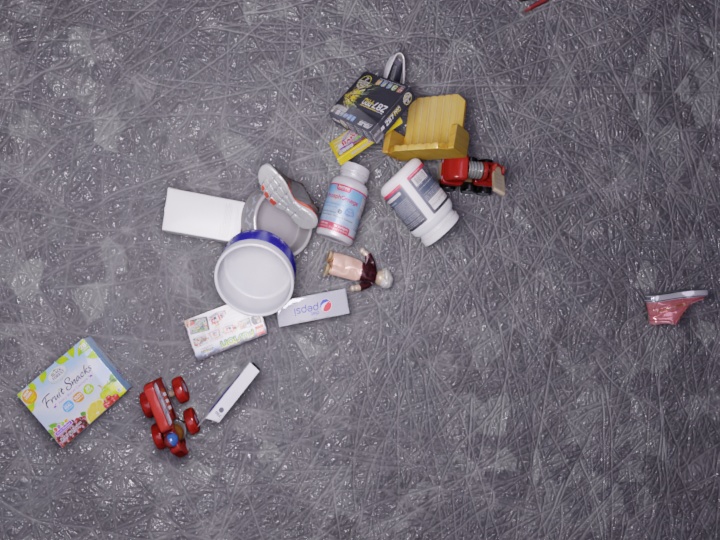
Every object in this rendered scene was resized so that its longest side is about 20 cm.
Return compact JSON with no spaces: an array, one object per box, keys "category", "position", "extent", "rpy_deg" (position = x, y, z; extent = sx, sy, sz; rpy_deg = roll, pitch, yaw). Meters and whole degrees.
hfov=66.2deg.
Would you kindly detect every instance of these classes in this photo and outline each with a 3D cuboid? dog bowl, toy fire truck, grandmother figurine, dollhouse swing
[{"category":"dog bowl","position":[-0.256,0.007,1.363],"extent":[0.192,0.080,0.206],"rpy_deg":[0,120,0]},{"category":"toy fire truck","position":[-0.472,0.362,1.350],"extent":[0.109,0.168,0.206],"rpy_deg":[-20,92,-10]},{"category":"grandmother figurine","position":[0.000,0.000,1.507],"extent":[0.194,0.060,0.126],"rpy_deg":[18,84,-13]},{"category":"dog bowl","position":[-0.209,-0.122,1.429],"extent":[0.195,0.058,0.209],"rpy_deg":[0,90,-36]},{"category":"toy fire truck","position":[0.314,-0.257,1.498],"extent":[0.169,0.200,0.134],"rpy_deg":[5,87,-10]},{"category":"dollhouse swing","position":[0.178,-0.392,1.460],"extent":[0.193,0.180,0.183],"rpy_deg":[3,91,26]}]

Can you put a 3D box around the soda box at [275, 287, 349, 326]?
[{"category":"soda box","position":[-0.130,0.098,1.474],"extent":[0.193,0.063,0.071],"rpy_deg":[-11,91,-11]}]

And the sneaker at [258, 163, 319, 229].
[{"category":"sneaker","position":[-0.177,-0.195,1.388],"extent":[0.201,0.076,0.083],"rpy_deg":[49,37,-26]}]

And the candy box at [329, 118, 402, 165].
[{"category":"candy box","position":[0.011,-0.366,1.475],"extent":[0.197,0.103,0.027],"rpy_deg":[-34,128,5]}]

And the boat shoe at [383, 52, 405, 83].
[{"category":"boat shoe","position":[0.084,-0.499,1.528],"extent":[0.071,0.065,0.208],"rpy_deg":[6,88,-11]}]

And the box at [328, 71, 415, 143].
[{"category":"box","position":[0.027,-0.435,1.460],"extent":[0.162,0.199,0.049],"rpy_deg":[-49,137,-5]}]

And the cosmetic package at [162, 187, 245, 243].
[{"category":"cosmetic package","position":[-0.398,-0.136,1.418],"extent":[0.193,0.085,0.112],"rpy_deg":[11,86,-9]}]

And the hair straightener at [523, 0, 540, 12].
[{"category":"hair straightener","position":[0.551,-0.841,1.637],"extent":[0.196,0.041,0.079],"rpy_deg":[-30,94,-10]}]

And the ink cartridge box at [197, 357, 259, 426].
[{"category":"ink cartridge box","position":[-0.334,0.318,1.413],"extent":[0.039,0.099,0.201],"rpy_deg":[41,83,-8]}]

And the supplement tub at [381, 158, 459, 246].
[{"category":"supplement tub","position":[0.161,-0.185,1.498],"extent":[0.140,0.140,0.202],"rpy_deg":[-41,96,-9]}]

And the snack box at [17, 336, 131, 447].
[{"category":"snack box","position":[-0.699,0.295,1.360],"extent":[0.199,0.068,0.170],"rpy_deg":[-40,96,-10]}]

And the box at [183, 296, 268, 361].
[{"category":"box","position":[-0.350,0.147,1.446],"extent":[0.194,0.035,0.114],"rpy_deg":[-20,92,-11]}]

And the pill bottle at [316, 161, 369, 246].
[{"category":"pill bottle","position":[-0.042,-0.178,1.475],"extent":[0.105,0.109,0.207],"rpy_deg":[18,85,-9]}]

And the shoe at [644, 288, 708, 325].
[{"category":"shoe","position":[0.964,0.111,1.683],"extent":[0.192,0.071,0.095],"rpy_deg":[-8,91,-5]}]
